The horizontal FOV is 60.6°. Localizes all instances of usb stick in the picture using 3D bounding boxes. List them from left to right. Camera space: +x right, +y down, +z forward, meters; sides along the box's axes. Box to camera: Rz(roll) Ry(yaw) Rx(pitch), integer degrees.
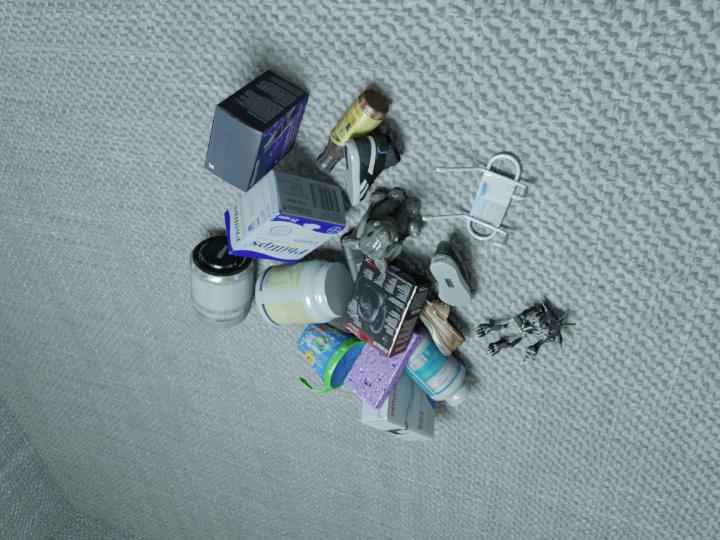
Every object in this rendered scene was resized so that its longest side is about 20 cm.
[{"bbox_3d":[0.000,0.000,1.421,0.033,0.055,0.202,42,151,58],"label":"usb stick"}]

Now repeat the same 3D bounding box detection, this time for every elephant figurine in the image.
[{"bbox_3d":[0.034,-0.069,1.250,0.140,0.201,0.157,8,129,22],"label":"elephant figurine"}]

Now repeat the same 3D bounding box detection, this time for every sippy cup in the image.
[{"bbox_3d":[-0.077,0.189,1.463,0.130,0.177,0.141,32,142,25],"label":"sippy cup"}]

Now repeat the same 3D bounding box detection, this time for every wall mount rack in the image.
[{"bbox_3d":[0.221,-0.133,1.185,0.172,0.075,0.202,22,132,11],"label":"wall mount rack"}]

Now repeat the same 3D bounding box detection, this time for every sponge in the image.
[{"bbox_3d":[0.050,0.207,1.428,0.111,0.030,0.202,35,100,37],"label":"sponge"}]

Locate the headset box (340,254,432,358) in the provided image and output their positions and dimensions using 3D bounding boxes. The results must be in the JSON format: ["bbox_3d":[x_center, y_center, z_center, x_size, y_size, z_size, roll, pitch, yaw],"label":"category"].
[{"bbox_3d":[0.051,0.082,1.359,0.148,0.077,0.202,31,114,30],"label":"headset box"}]

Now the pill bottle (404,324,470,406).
[{"bbox_3d":[0.175,0.233,1.479,0.200,0.111,0.110,46,133,-12],"label":"pill bottle"}]

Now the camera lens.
[{"bbox_3d":[-0.350,0.027,1.563,0.158,0.161,0.202,22,133,10],"label":"camera lens"}]

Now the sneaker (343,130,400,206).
[{"bbox_3d":[0.027,-0.201,1.240,0.110,0.074,0.200,-17,159,-8],"label":"sneaker"}]

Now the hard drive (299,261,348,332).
[{"bbox_3d":[-0.077,0.071,1.544,0.130,0.025,0.202,5,127,25],"label":"hard drive"}]

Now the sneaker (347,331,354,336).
[{"bbox_3d":[-0.072,0.200,1.594,0.086,0.075,0.200,37,145,1],"label":"sneaker"}]

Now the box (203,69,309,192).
[{"bbox_3d":[-0.204,-0.276,1.212,0.103,0.201,0.149,30,134,3],"label":"box"}]

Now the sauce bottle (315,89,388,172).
[{"bbox_3d":[-0.023,-0.267,1.216,0.066,0.066,0.200,40,132,-7],"label":"sauce bottle"}]

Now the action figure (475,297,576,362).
[{"bbox_3d":[0.352,0.135,1.313,0.199,0.102,0.120,-21,103,40],"label":"action figure"}]

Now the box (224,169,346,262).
[{"bbox_3d":[-0.163,-0.108,1.325,0.182,0.106,0.199,8,153,-42],"label":"box"}]

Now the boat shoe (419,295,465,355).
[{"bbox_3d":[0.172,0.095,1.407,0.071,0.076,0.201,-31,100,10],"label":"boat shoe"}]

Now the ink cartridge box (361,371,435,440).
[{"bbox_3d":[0.097,0.324,1.516,0.083,0.147,0.199,-15,147,37],"label":"ink cartridge box"}]

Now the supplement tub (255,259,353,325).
[{"bbox_3d":[-0.130,0.052,1.439,0.198,0.145,0.146,-6,123,31],"label":"supplement tub"}]

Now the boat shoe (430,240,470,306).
[{"bbox_3d":[0.198,0.010,1.314,0.070,0.064,0.201,2,150,20],"label":"boat shoe"}]
